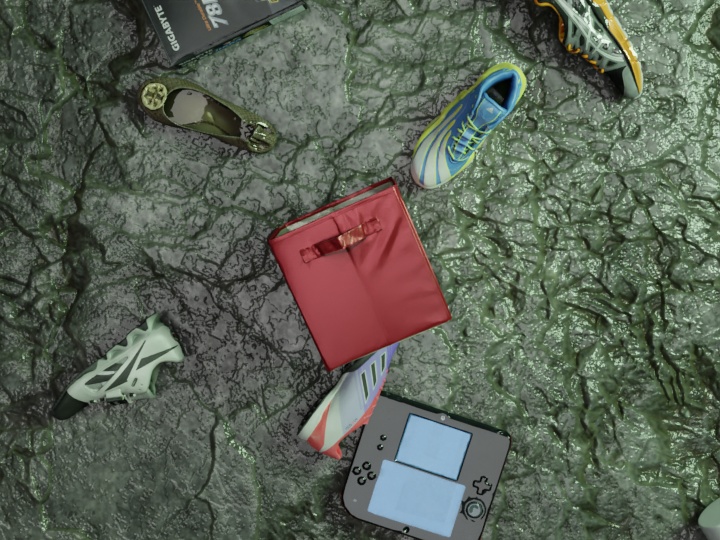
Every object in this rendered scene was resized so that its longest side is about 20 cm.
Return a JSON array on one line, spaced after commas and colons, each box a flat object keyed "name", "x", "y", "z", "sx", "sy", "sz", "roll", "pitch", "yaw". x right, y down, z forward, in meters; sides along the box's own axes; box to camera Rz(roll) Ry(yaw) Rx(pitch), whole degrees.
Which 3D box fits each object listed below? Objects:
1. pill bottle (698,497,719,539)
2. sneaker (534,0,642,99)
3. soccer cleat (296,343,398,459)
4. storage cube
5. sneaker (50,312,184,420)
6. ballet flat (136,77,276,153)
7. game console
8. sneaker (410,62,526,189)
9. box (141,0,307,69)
[{"name": "pill bottle", "x": 0.532, "y": 0.393, "z": 1.359, "sx": 0.112, "sy": 0.112, "sz": 0.200, "roll": -35, "pitch": 91, "yaw": 4}, {"name": "sneaker", "x": 0.297, "y": -0.301, "z": 1.335, "sx": 0.077, "sy": 0.078, "sz": 0.200, "roll": -32, "pitch": 103, "yaw": 14}, {"name": "soccer cleat", "x": -0.001, "y": 0.163, "z": 1.391, "sx": 0.073, "sy": 0.068, "sz": 0.200, "roll": 38, "pitch": 99, "yaw": -1}, {"name": "storage cube", "x": 0.000, "y": 0.000, "z": 1.316, "sx": 0.171, "sy": 0.200, "sz": 0.180, "roll": -23, "pitch": 99, "yaw": 3}, {"name": "sneaker", "x": -0.326, "y": 0.153, "z": 1.400, "sx": 0.200, "sy": 0.074, "sz": 0.089, "roll": -39, "pitch": 90, "yaw": 5}, {"name": "ballet flat", "x": -0.206, "y": -0.207, "z": 1.383, "sx": 0.200, "sy": 0.046, "sz": 0.067, "roll": 23, "pitch": 94, "yaw": 1}, {"name": "game console", "x": 0.087, "y": 0.275, "z": 1.412, "sx": 0.200, "sy": 0.031, "sz": 0.177, "roll": 18, "pitch": 95, "yaw": 1}, {"name": "sneaker", "x": 0.136, "y": -0.191, "z": 1.339, "sx": 0.076, "sy": 0.105, "sz": 0.200, "roll": 38, "pitch": 94, "yaw": 0}, {"name": "box", "x": -0.198, "y": -0.398, "z": 1.370, "sx": 0.198, "sy": 0.050, "sz": 0.200, "roll": -23, "pitch": 92, "yaw": 3}]
